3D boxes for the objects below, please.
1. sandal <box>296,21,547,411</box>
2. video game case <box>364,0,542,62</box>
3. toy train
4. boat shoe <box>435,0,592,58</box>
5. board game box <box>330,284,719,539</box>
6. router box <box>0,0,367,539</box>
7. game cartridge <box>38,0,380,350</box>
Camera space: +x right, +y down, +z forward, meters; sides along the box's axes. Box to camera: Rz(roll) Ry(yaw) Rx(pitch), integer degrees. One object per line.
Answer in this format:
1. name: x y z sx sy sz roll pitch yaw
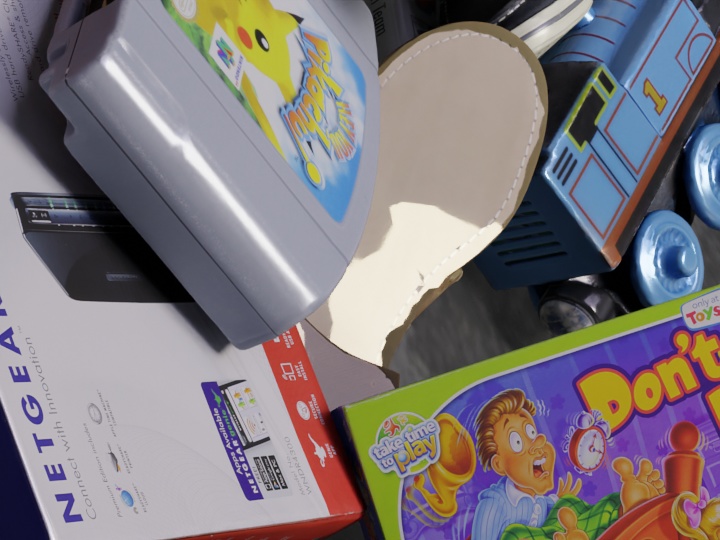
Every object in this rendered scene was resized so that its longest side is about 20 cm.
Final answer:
1. sandal: -0.004 -0.004 1.106 0.078 0.070 0.212 38 56 -17
2. video game case: 0.060 -0.119 1.356 0.200 0.024 0.183 30 41 -46
3. toy train: 0.114 -0.061 1.283 0.114 0.086 0.200 53 51 -27
4. boat shoe: 0.059 -0.131 1.264 0.062 0.074 0.200 48 25 -16
5. board game box: 0.103 0.082 1.028 0.045 0.199 0.135 143 -71 -79
6. router box: -0.094 0.001 0.952 0.179 0.049 0.201 -1 66 -60
7. game cartridge: -0.044 -0.070 1.014 0.134 0.040 0.201 54 25 -29
